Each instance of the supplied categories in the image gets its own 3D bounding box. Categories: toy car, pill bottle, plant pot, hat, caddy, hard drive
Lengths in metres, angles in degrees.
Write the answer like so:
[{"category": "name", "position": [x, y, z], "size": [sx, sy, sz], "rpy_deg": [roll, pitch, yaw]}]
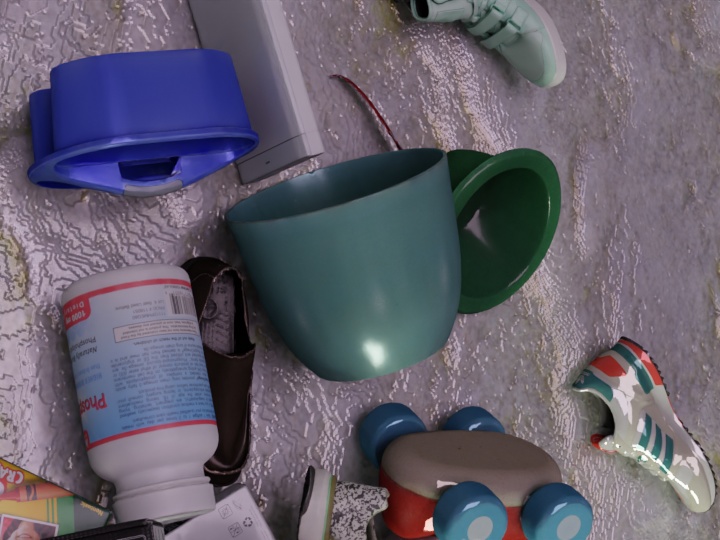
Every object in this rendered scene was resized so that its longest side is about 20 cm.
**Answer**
[{"category": "toy car", "position": [0.083, 0.250, 1.323], "size": [0.175, 0.184, 0.202], "rpy_deg": [5, 109, -29]}, {"category": "pill bottle", "position": [-0.176, 0.104, 1.192], "size": [0.108, 0.109, 0.202], "rpy_deg": [-5, 76, -29]}, {"category": "plant pot", "position": [0.000, 0.000, 1.277], "size": [0.199, 0.200, 0.163], "rpy_deg": [-24, 105, -29]}, {"category": "hat", "position": [0.082, -0.085, 1.431], "size": [0.164, 0.176, 0.202], "rpy_deg": [-20, 130, -32]}, {"category": "caddy", "position": [-0.183, -0.113, 1.218], "size": [0.198, 0.141, 0.106], "rpy_deg": [-8, 81, -29]}, {"category": "hard drive", "position": [-0.097, -0.186, 1.280], "size": [0.026, 0.132, 0.202], "rpy_deg": [-16, 91, -30]}]

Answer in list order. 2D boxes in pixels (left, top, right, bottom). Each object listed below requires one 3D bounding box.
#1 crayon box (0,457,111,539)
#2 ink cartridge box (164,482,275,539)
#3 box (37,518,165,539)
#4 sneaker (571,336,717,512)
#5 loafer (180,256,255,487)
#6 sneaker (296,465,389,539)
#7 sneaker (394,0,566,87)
[{"category": "crayon box", "position": [-0.319, 0.225, 1.122], "size": [0.199, 0.058, 0.174], "rpy_deg": [28, 69, -13]}, {"category": "ink cartridge box", "position": [-0.159, 0.272, 1.222], "size": [0.199, 0.039, 0.100], "rpy_deg": [-30, 97, -21]}, {"category": "box", "position": [-0.222, 0.294, 1.040], "size": [0.191, 0.048, 0.202], "rpy_deg": [-10, 77, 2]}, {"category": "sneaker", "position": [0.283, 0.172, 1.486], "size": [0.093, 0.070, 0.201], "rpy_deg": [-31, 100, -11]}, {"category": "loafer", "position": [-0.127, 0.085, 1.258], "size": [0.072, 0.071, 0.203], "rpy_deg": [-3, 84, -29]}, {"category": "sneaker", "position": [-0.008, 0.264, 1.252], "size": [0.087, 0.077, 0.202], "rpy_deg": [2, 115, 7]}, {"category": "sneaker", "position": [0.110, -0.244, 1.436], "size": [0.118, 0.074, 0.201], "rpy_deg": [-39, 92, -34]}]
